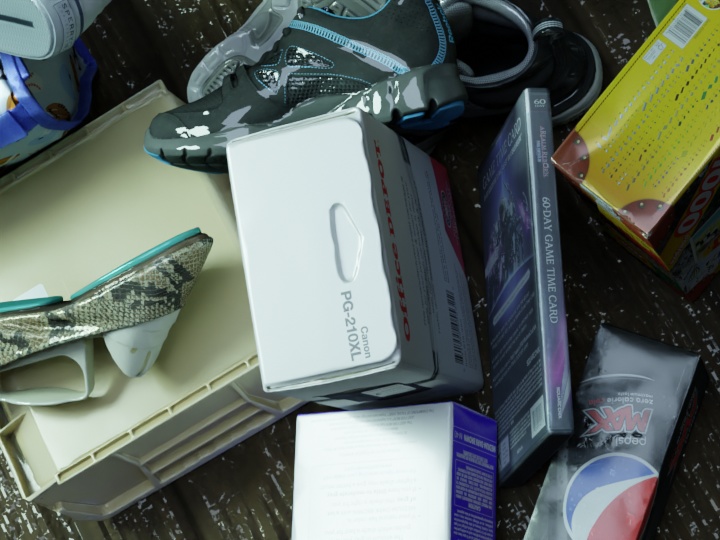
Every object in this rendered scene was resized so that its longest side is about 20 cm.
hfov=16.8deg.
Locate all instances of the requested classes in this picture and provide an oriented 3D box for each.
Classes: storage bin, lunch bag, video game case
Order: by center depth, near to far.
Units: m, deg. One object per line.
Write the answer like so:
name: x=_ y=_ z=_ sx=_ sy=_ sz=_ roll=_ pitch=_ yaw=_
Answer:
video game case: x=0.094 y=0.013 z=1.415 sx=0.019 sy=0.143 sz=0.201 roll=1 pitch=73 yaw=-8
storage bin: x=-0.146 y=0.022 z=1.515 sx=0.198 sy=0.094 sz=0.201 roll=-31 pitch=68 yaw=9
lunch bag: x=-0.264 y=-0.101 z=1.523 sx=0.170 sy=0.124 sz=0.200 roll=-30 pitch=24 yaw=11

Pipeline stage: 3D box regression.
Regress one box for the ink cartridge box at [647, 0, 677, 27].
ink cartridge box: x=0.144 y=-0.254 z=1.440 sx=0.059 sy=0.200 sz=0.104 roll=4 pitch=45 yaw=37

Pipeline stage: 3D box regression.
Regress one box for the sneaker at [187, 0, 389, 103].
sneaker: x=-0.022 y=-0.162 z=1.490 sx=0.200 sy=0.099 sz=0.078 roll=-36 pitch=101 yaw=30

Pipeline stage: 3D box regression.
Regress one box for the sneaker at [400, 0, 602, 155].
sneaker: x=0.041 y=-0.120 z=1.480 sx=0.199 sy=0.114 sz=0.076 roll=-11 pitch=72 yaw=15

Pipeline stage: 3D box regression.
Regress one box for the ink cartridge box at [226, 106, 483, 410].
ink cartridge box: x=0.000 y=0.000 z=1.404 sx=0.084 sy=0.200 sz=0.146 roll=-12 pitch=80 yaw=14

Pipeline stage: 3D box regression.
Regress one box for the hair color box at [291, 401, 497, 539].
hair color box: x=0.019 y=0.183 z=1.423 sx=0.109 sy=0.065 sz=0.201 roll=-7 pitch=71 yaw=30

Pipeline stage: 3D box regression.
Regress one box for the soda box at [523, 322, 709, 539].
soda box: x=0.137 y=0.137 z=1.400 sx=0.063 sy=0.071 sz=0.201 roll=18 pitch=82 yaw=16

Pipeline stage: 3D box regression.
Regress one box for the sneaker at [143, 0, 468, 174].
sneaker: x=-0.035 y=-0.108 z=1.429 sx=0.199 sy=0.073 sz=0.082 roll=-13 pitch=80 yaw=16

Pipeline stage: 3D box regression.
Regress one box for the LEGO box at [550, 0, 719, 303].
LEGO box: x=0.213 y=-0.097 z=1.399 sx=0.077 sy=0.149 sz=0.200 roll=39 pitch=90 yaw=23

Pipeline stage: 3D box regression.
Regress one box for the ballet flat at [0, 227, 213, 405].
ballet flat: x=-0.165 y=0.037 z=1.440 sx=0.199 sy=0.068 sz=0.076 roll=-18 pitch=92 yaw=19

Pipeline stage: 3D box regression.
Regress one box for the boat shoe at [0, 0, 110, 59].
boat shoe: x=-0.225 y=-0.168 z=1.430 sx=0.199 sy=0.074 sz=0.067 roll=22 pitch=42 yaw=33
